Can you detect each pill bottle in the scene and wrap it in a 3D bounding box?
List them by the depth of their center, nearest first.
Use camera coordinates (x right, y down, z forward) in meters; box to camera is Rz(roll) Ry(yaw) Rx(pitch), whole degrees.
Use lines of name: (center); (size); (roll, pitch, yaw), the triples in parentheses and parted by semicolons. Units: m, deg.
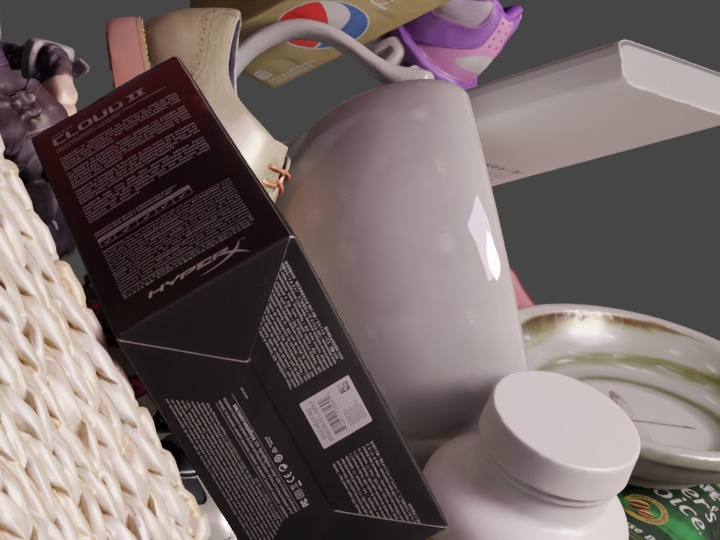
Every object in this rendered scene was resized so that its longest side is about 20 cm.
pill bottle: (0.063, 0.148, 0.971); (0.104, 0.201, 0.104); (16, 30, -9)

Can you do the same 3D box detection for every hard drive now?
hard drive: (0.093, -0.080, 1.133); (0.132, 0.199, 0.027); (8, 72, -52)

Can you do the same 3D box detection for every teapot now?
teapot: (0.000, 0.000, 1.028); (0.200, 0.145, 0.198); (-97, 175, -54)

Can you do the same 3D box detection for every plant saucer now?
plant saucer: (0.164, 0.082, 1.205); (0.200, 0.199, 0.051); (-21, 130, -55)

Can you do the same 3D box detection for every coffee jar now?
coffee jar: (0.163, 0.164, 1.191); (0.200, 0.104, 0.086); (-23, 133, -56)

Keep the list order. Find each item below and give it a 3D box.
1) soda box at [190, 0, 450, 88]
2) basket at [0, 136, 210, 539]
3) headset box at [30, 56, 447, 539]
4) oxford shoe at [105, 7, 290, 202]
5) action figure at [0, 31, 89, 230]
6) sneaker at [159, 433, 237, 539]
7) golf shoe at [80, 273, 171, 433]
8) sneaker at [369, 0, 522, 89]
soda box: (0.004, -0.167, 1.055); (0.068, 0.199, 0.064); (22, 56, -46)
basket: (-0.192, 0.076, 0.681); (0.199, 0.199, 0.161); (63, 30, -11)
headset box: (-0.054, 0.017, 0.813); (0.149, 0.075, 0.200); (63, -4, -33)
oxford shoe: (-0.065, -0.031, 0.954); (0.071, 0.073, 0.201); (101, -25, -82)
action figure: (-0.178, -0.103, 0.899); (0.130, 0.069, 0.201); (-36, 107, -61)
sneaker: (-0.050, 0.136, 0.880); (0.129, 0.080, 0.199); (39, 32, 25)
golf shoe: (-0.132, 0.068, 0.867); (0.200, 0.072, 0.093); (-39, 108, -54)
sneaker: (0.032, -0.187, 1.177); (0.080, 0.088, 0.201); (2, 54, -49)
